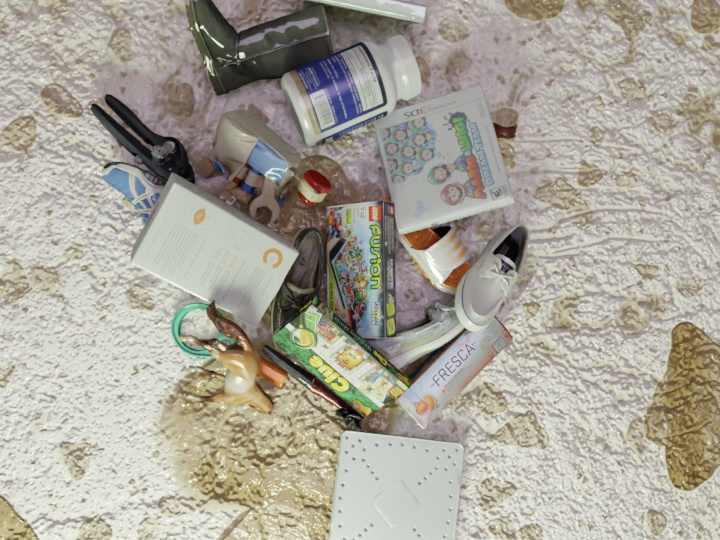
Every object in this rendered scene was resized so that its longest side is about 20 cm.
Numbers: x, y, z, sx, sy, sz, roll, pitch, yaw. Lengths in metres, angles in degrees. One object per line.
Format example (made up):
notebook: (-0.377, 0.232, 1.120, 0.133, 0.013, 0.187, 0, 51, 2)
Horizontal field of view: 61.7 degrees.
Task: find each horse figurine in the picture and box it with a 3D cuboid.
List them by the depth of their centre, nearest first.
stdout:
horse figurine: (-0.188, 0.140, 0.863, 0.130, 0.050, 0.203, 13, 129, 3)
horse figurine: (0.163, -0.165, 0.964, 0.132, 0.050, 0.201, 38, 91, 7)

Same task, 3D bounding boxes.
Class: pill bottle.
pill bottle: (-0.013, -0.278, 0.925, 0.197, 0.116, 0.118, -24, 89, -6)

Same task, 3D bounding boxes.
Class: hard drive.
hard drive: (-0.002, -0.413, 0.927, 0.195, 0.132, 0.027, 11, 112, -4)

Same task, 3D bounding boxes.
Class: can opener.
can opener: (-0.335, -0.197, 0.914, 0.199, 0.079, 0.064, 38, 58, 8)

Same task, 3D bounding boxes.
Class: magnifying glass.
magnifying glass: (-0.203, 0.121, 0.936, 0.198, 0.022, 0.081, 31, 85, -3)

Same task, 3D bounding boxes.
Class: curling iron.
curling iron: (-0.071, 0.178, 0.932, 0.199, 0.050, 0.026, 40, 85, 1)

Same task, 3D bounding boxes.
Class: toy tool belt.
toy tool belt: (-0.151, -0.141, 0.919, 0.199, 0.125, 0.124, 39, 116, 1)

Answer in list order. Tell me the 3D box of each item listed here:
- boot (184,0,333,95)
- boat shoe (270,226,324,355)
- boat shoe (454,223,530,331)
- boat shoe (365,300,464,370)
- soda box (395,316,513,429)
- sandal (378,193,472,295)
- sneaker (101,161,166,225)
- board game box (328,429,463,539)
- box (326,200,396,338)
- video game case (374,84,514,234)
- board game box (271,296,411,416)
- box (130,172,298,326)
boot: (-0.147, -0.363, 0.906, 0.196, 0.184, 0.073, -13, 47, 3)
boat shoe: (-0.097, 0.031, 0.927, 0.072, 0.065, 0.205, 9, 88, -6)
boat shoe: (0.207, 0.004, 0.912, 0.072, 0.066, 0.200, 41, 55, 0)
boat shoe: (0.094, 0.091, 0.938, 0.200, 0.074, 0.066, -31, 93, 1)
soda box: (0.142, 0.150, 0.940, 0.200, 0.068, 0.064, -43, 90, -6)
sandal: (0.110, -0.047, 0.940, 0.206, 0.059, 0.079, 44, 57, -1)
sneaker: (-0.309, -0.093, 0.909, 0.198, 0.076, 0.078, 32, 81, -2)
board game box: (0.054, 0.361, 0.943, 0.195, 0.026, 0.205, 7, 86, -5)
box: (0.000, 0.000, 0.924, 0.108, 0.034, 0.205, -3, 86, 33)
video game case: (0.124, -0.173, 0.932, 0.178, 0.024, 0.204, -14, 72, 8)
board game box: (-0.028, 0.133, 0.898, 0.199, 0.024, 0.104, 42, 127, -15)
box: (-0.208, -0.030, 0.864, 0.198, 0.097, 0.126, 30, 94, -24)
